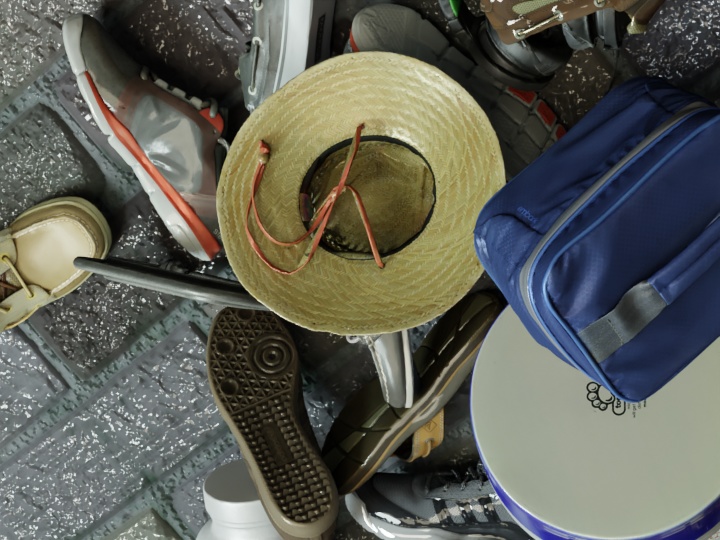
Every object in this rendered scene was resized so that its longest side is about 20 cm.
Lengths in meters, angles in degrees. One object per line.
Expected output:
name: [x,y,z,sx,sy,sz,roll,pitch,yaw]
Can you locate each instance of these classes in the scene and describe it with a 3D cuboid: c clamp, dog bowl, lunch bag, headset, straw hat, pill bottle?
c clamp: [-0.103,0.016,1.692,0.199,0.170,0.027,12,95,31]
dog bowl: [0.175,0.095,1.579,0.198,0.079,0.202,-3,70,9]
lunch bag: [0.189,-0.023,1.479,0.200,0.132,0.136,-42,119,-4]
headset: [0.131,-0.156,1.533,0.123,0.094,0.200,-26,119,29]
straw hat: [0.009,-0.049,1.576,0.199,0.085,0.203,-1,87,14]
pill bottle: [-0.072,0.250,1.797,0.103,0.104,0.202,1,114,20]

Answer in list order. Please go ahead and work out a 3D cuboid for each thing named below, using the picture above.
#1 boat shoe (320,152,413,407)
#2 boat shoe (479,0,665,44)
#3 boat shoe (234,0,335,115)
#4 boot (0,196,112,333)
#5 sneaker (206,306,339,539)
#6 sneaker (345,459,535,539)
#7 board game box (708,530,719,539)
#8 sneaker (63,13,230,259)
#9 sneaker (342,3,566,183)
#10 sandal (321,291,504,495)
boat shoe: [0.000,0.000,1.647,0.056,0.067,0.202,-8,90,-2]
boat shoe: [0.171,-0.188,1.453,0.201,0.075,0.075,-10,110,23]
boat shoe: [-0.057,-0.149,1.629,0.056,0.069,0.202,15,112,16]
boot: [-0.289,0.026,1.743,0.199,0.156,0.073,-24,104,28]
sneaker: [-0.068,0.120,1.718,0.070,0.201,0.076,-13,149,-9]
sneaker: [0.091,0.153,1.710,0.198,0.076,0.115,12,117,8]
board game box: [0.201,0.224,1.686,0.125,0.035,0.201,0,120,-18]
sneaker: [-0.139,-0.109,1.677,0.082,0.077,0.201,-32,103,4]
sneaker: [0.066,-0.099,1.609,0.200,0.077,0.082,42,137,6]
sandal: [0.044,0.098,1.699,0.054,0.082,0.200,36,108,-25]
